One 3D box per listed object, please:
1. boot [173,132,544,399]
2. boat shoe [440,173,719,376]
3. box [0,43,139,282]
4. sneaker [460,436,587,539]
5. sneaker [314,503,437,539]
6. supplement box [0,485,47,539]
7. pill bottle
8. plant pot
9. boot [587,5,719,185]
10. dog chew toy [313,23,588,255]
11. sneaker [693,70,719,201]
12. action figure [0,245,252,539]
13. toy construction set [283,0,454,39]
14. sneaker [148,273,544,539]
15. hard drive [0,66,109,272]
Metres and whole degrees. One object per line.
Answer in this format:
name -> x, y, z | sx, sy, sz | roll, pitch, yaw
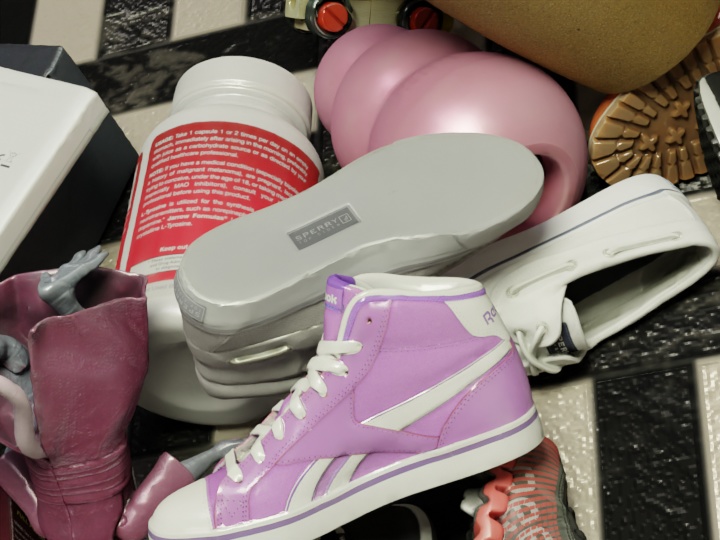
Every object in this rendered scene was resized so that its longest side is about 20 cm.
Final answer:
boot -> 0.000, 0.000, 1.015 | 0.200, 0.096, 0.074 | -19, 54, -13
boat shoe -> 0.097, 0.020, 1.047 | 0.200, 0.074, 0.065 | -34, 44, -2
box -> -0.277, -0.034, 1.227 | 0.200, 0.117, 0.197 | 6, 58, 28
sneaker -> 0.091, 0.159, 0.946 | 0.098, 0.071, 0.201 | 4, 44, 6
sneaker -> -0.059, 0.163, 0.998 | 0.200, 0.083, 0.072 | -22, 49, 7
supplement box -> -0.217, 0.215, 1.045 | 0.109, 0.061, 0.200 | -20, 49, 9
pill bottle -> -0.080, -0.021, 1.132 | 0.112, 0.112, 0.200 | -7, 52, 19
plant pot -> 0.100, -0.192, 1.044 | 0.186, 0.200, 0.186 | -34, 31, 24
boot -> 0.198, -0.128, 1.130 | 0.200, 0.075, 0.107 | -41, 30, -4
dog chew toy -> 0.040, -0.082, 1.125 | 0.125, 0.125, 0.200 | -39, 41, -8
sneaker -> 0.245, -0.032, 1.024 | 0.090, 0.070, 0.200 | -23, 57, 1
action figure -> -0.142, 0.096, 1.018 | 0.134, 0.200, 0.149 | -5, 26, 17
toy construction set -> 0.008, -0.208, 1.211 | 0.200, 0.131, 0.092 | 3, 10, -11
sneaker -> -0.022, 0.063, 0.955 | 0.200, 0.114, 0.073 | -22, 15, -5
hard drive -> -0.247, -0.032, 1.120 | 0.132, 0.026, 0.200 | 16, 63, 31
